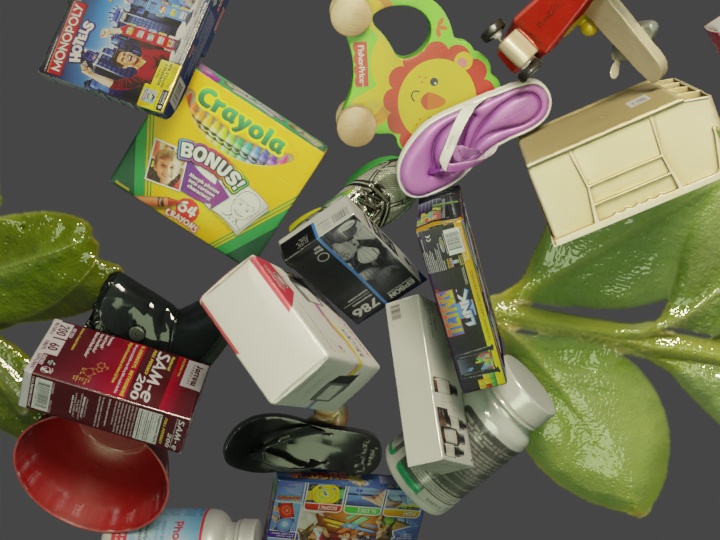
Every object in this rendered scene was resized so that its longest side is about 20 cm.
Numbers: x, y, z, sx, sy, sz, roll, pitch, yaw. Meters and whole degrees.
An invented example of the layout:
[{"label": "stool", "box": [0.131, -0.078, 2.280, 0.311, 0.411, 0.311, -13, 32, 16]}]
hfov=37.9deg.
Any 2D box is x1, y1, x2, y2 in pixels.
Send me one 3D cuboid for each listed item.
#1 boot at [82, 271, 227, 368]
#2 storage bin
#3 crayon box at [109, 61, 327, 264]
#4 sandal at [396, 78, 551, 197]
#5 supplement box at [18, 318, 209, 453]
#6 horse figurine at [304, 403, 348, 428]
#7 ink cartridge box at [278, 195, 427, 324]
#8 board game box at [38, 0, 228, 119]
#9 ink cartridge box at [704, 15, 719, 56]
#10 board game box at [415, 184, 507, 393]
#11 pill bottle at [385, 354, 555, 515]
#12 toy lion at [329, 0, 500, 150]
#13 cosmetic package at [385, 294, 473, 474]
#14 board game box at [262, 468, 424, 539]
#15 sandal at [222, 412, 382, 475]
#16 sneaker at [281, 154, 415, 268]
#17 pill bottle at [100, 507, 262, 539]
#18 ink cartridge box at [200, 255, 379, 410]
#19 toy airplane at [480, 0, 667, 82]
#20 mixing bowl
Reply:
[{"label": "boot", "box": [-0.241, 0.050, 1.310, 0.168, 0.076, 0.200, 34, 113, -10]}, {"label": "storage bin", "box": [0.279, -0.128, 1.148, 0.198, 0.200, 0.094, -22, 102, 11]}, {"label": "crayon box", "box": [-0.168, -0.128, 1.258, 0.200, 0.058, 0.173, 33, 107, -6]}, {"label": "sandal", "box": [0.128, -0.153, 1.194, 0.203, 0.050, 0.082, -35, 114, 4]}, {"label": "supplement box", "box": [-0.292, 0.137, 1.260, 0.200, 0.109, 0.061, 18, 122, -5]}, {"label": "horse figurine", "box": [-0.063, 0.167, 1.348, 0.132, 0.050, 0.200, -2, 106, 11]}, {"label": "ink cartridge box", "box": [0.000, 0.000, 1.240, 0.099, 0.039, 0.200, -35, 137, 13]}, {"label": "board game box", "box": [-0.270, -0.285, 1.182, 0.200, 0.062, 0.200, 19, 78, 7]}, {"label": "ink cartridge box", "box": [0.497, -0.222, 1.159, 0.148, 0.086, 0.200, -31, 104, 13]}, {"label": "board game box", "box": [0.116, 0.017, 1.224, 0.057, 0.165, 0.200, -15, 106, 8]}, {"label": "pill bottle", "box": [0.137, 0.203, 1.309, 0.200, 0.113, 0.113, -42, 100, 16]}, {"label": "toy lion", "box": [0.064, -0.224, 1.211, 0.191, 0.069, 0.200, -4, 108, -2]}, {"label": "cosmetic package", "box": [0.083, 0.135, 1.247, 0.051, 0.083, 0.200, -18, 66, 26]}, {"label": "board game box", "box": [-0.022, 0.328, 1.374, 0.200, 0.034, 0.136, 8, 113, -11]}, {"label": "sandal", "box": [-0.072, 0.221, 1.312, 0.200, 0.043, 0.076, 2, 104, -6]}, {"label": "sneaker", "box": [-0.009, -0.061, 1.253, 0.200, 0.085, 0.078, -38, 101, 14]}, {"label": "pill bottle", "box": [-0.235, 0.371, 1.395, 0.200, 0.109, 0.109, -1, 107, 5]}, {"label": "ink cartridge box", "box": [-0.075, 0.076, 1.192, 0.086, 0.200, 0.148, -42, 72, 8]}, {"label": "toy airplane", "box": [0.234, -0.304, 1.127, 0.199, 0.141, 0.200, 13, 127, 34]}, {"label": "mixing bowl", "box": [-0.328, 0.228, 1.347, 0.200, 0.108, 0.200, 4, 122, 7]}]
